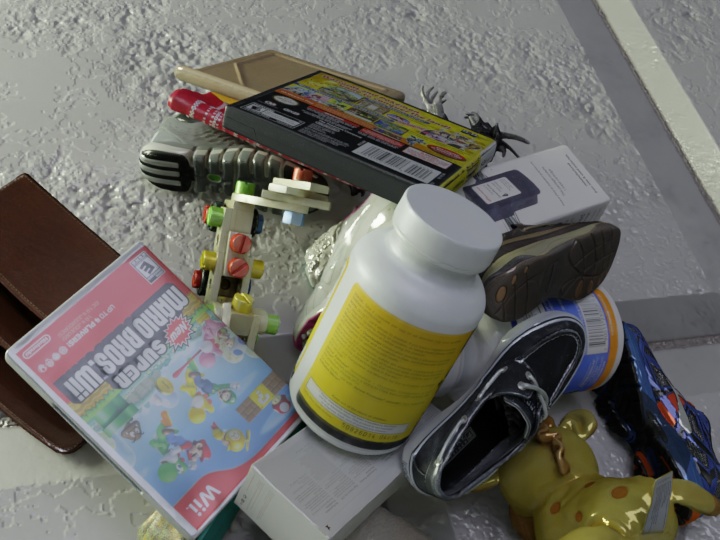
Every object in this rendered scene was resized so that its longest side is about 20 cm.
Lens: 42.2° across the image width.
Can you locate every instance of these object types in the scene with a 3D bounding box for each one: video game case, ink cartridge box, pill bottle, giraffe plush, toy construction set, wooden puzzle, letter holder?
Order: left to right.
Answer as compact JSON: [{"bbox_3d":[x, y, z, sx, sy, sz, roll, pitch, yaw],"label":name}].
[{"bbox_3d":[-0.275,0.039,0.806,0.200,0.101,0.142,38,56,16],"label":"letter holder"},{"bbox_3d":[-0.155,0.090,0.736,0.200,0.017,0.143,44,59,1],"label":"video game case"},{"bbox_3d":[-0.104,-0.006,0.844,0.092,0.131,0.201,25,87,-21],"label":"toy construction set"},{"bbox_3d":[-0.073,-0.194,1.014,0.184,0.037,0.200,23,26,23],"label":"wooden puzzle"},{"bbox_3d":[0.007,-0.122,0.842,0.199,0.026,0.181,24,29,15],"label":"video game case"},{"bbox_3d":[0.028,0.038,0.725,0.112,0.201,0.112,21,30,-12],"label":"pill bottle"},{"bbox_3d":[0.123,-0.027,0.918,0.199,0.145,0.085,-17,58,-25],"label":"ink cartridge box"},{"bbox_3d":[0.131,0.065,0.854,0.199,0.112,0.112,-3,54,-28],"label":"pill bottle"},{"bbox_3d":[0.169,0.201,0.762,0.172,0.201,0.162,2,24,-30],"label":"giraffe plush"}]

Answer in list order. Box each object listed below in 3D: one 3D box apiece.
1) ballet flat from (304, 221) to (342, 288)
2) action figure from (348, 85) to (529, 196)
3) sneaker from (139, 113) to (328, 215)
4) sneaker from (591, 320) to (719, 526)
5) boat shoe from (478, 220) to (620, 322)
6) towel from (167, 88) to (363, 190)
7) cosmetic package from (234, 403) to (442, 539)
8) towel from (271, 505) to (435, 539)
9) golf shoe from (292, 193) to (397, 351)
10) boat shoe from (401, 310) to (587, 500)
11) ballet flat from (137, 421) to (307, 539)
[{"bbox_3d":[0.025,-0.047,0.964,0.199,0.072,0.072,-27,63,-28],"label":"ballet flat"},{"bbox_3d":[0.078,-0.144,1.017,0.199,0.119,0.103,-12,77,-13],"label":"action figure"},{"bbox_3d":[-0.124,-0.132,0.988,0.199,0.075,0.116,13,49,-2],"label":"sneaker"},{"bbox_3d":[0.284,0.140,0.887,0.078,0.075,0.201,-3,62,-26],"label":"sneaker"},{"bbox_3d":[0.155,-0.015,0.814,0.199,0.075,0.073,-12,36,-44],"label":"boat shoe"},{"bbox_3d":[-0.076,-0.125,0.889,0.199,0.023,0.145,23,10,1],"label":"towel"},{"bbox_3d":[-0.007,0.157,0.771,0.082,0.051,0.200,38,34,18],"label":"cosmetic package"},{"bbox_3d":[-0.027,0.264,0.734,0.132,0.035,0.200,33,52,11],"label":"towel"},{"bbox_3d":[0.000,0.000,0.845,0.075,0.200,0.092,16,44,-33],"label":"golf shoe"},{"bbox_3d":[0.120,0.107,0.749,0.200,0.068,0.072,-38,104,-18],"label":"boat shoe"},{"bbox_3d":[-0.109,0.162,0.776,0.071,0.071,0.200,32,53,12],"label":"ballet flat"}]
